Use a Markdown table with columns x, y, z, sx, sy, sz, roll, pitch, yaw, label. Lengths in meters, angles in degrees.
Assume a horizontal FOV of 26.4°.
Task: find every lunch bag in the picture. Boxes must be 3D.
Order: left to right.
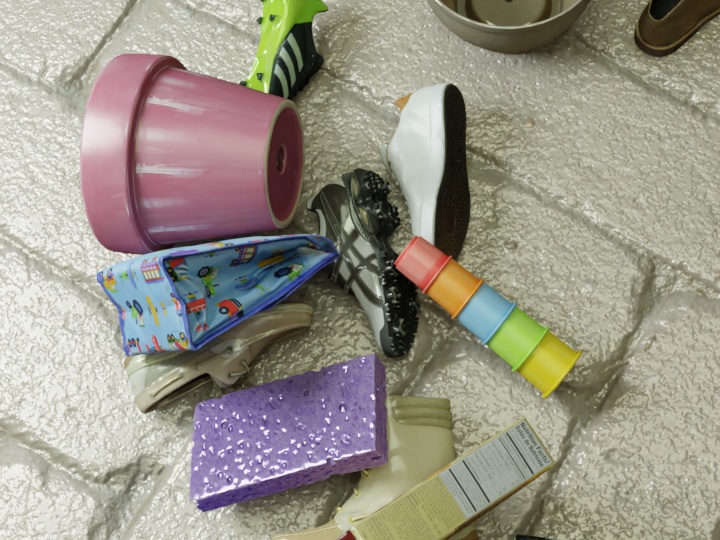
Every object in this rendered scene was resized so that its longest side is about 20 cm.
| x | y | z | sx | sy | sz | roll | pitch | yaw | label |
| --- | --- | --- | --- | --- | --- | --- | --- | --- | --- |
| -0.128 | 0.003 | 1.486 | 0.199 | 0.150 | 0.095 | -24 | 98 | -32 | lunch bag |

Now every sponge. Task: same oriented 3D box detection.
| x | y | z | sx | sy | sz | roll | pitch | yaw | label |
| --- | --- | --- | --- | --- | --- | --- | --- | --- | --- |
| -0.070 | 0.155 | 1.469 | 0.199 | 0.030 | 0.112 | -17 | 50 | 19 | sponge |

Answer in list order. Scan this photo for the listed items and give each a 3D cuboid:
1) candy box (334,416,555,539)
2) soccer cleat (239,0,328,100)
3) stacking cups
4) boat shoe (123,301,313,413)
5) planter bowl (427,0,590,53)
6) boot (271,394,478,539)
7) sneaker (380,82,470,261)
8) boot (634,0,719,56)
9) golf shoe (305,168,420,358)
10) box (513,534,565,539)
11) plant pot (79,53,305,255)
| x | y | z | sx | sy | sz | roll | pitch | yaw | label |
| --- | --- | --- | --- | --- | --- | --- | --- | --- | --- |
| 0.067 | 0.214 | 1.368 | 0.199 | 0.115 | 0.055 | -29 | 80 | -26 | candy box |
| -0.084 | -0.205 | 1.629 | 0.067 | 0.081 | 0.201 | 11 | 84 | 54 | soccer cleat |
| 0.121 | 0.042 | 1.506 | 0.200 | 0.061 | 0.061 | 38 | 77 | 6 | stacking cups |
| -0.135 | 0.086 | 1.526 | 0.199 | 0.072 | 0.065 | -20 | 75 | 4 | boat shoe |
| 0.155 | -0.310 | 1.609 | 0.199 | 0.135 | 0.201 | -2 | 69 | 4 | planter bowl |
| 0.003 | 0.202 | 1.466 | 0.199 | 0.073 | 0.156 | -8 | 71 | -5 | boot |
| 0.064 | -0.090 | 1.584 | 0.084 | 0.073 | 0.201 | -7 | 72 | 32 | sneaker |
| 0.371 | -0.315 | 1.626 | 0.074 | 0.076 | 0.200 | 40 | 77 | 18 | boot |
| 0.000 | 0.000 | 1.553 | 0.094 | 0.078 | 0.201 | -19 | 69 | 21 | golf shoe |
| 0.209 | 0.352 | 1.410 | 0.159 | 0.049 | 0.201 | 6 | 70 | 4 | box |
| -0.157 | -0.110 | 1.519 | 0.178 | 0.200 | 0.201 | 5 | 70 | 15 | plant pot |
